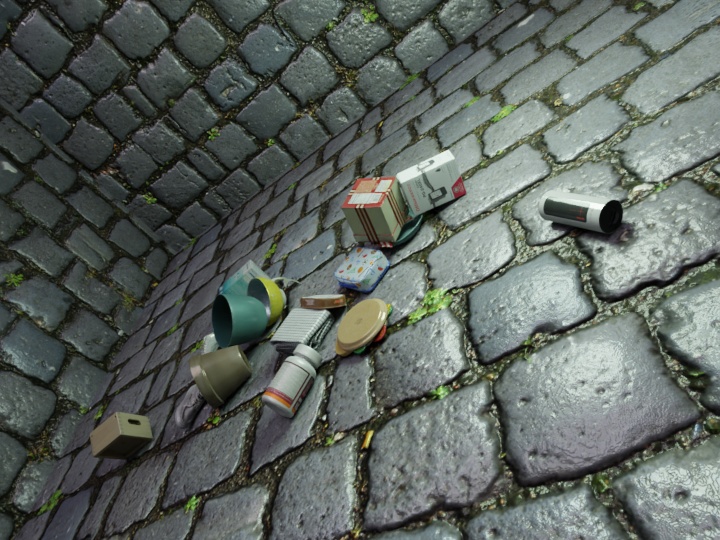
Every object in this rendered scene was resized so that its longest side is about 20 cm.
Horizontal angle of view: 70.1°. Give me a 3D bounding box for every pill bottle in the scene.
[{"bbox_3d":[-0.203,0.332,1.556,0.109,0.110,0.201,-5,46,50],"label":"pill bottle"}]

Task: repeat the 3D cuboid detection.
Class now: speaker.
[{"bbox_3d":[0.540,-0.148,1.268,0.081,0.081,0.200,-46,28,-6],"label":"speaker"}]

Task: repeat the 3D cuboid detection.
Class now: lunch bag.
[{"bbox_3d":[0.000,0.000,1.790,0.199,0.076,0.161,9,60,56],"label":"lunch bag"}]

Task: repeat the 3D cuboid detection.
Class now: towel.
[{"bbox_3d":[-0.193,0.208,1.745,0.199,0.086,0.166,-6,38,43],"label":"towel"}]

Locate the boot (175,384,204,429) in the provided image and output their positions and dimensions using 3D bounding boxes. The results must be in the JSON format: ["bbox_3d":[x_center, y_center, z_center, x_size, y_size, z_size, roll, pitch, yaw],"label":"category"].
[{"bbox_3d":[-0.626,0.493,1.933,0.095,0.073,0.201,-38,26,24],"label":"boot"}]

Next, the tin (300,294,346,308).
[{"bbox_3d":[-0.133,0.107,1.784,0.111,0.042,0.199,-13,6,-39],"label":"tin"}]

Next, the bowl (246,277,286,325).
[{"bbox_3d":[-0.361,0.120,2.041,0.107,0.202,0.199,-10,4,-39],"label":"bowl"}]

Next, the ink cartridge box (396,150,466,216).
[{"bbox_3d":[0.241,-0.296,1.756,0.199,0.146,0.084,-24,33,7],"label":"ink cartridge box"}]

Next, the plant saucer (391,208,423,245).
[{"bbox_3d":[0.150,-0.155,1.844,0.199,0.036,0.201,-32,30,21],"label":"plant saucer"}]

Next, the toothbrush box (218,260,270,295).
[{"bbox_3d":[-0.508,0.078,2.278,0.200,0.147,0.085,-41,28,3],"label":"toothbrush box"}]

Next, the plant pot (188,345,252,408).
[{"bbox_3d":[-0.491,0.363,1.844,0.172,0.201,0.200,-28,26,-8],"label":"plant pot"}]

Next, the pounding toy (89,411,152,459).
[{"bbox_3d":[-0.947,0.652,2.044,0.184,0.200,0.143,-38,56,9],"label":"pounding toy"}]

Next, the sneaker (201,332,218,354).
[{"bbox_3d":[-0.647,0.324,2.196,0.070,0.080,0.201,-2,50,49],"label":"sneaker"}]

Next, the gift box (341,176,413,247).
[{"bbox_3d":[0.067,-0.196,1.785,0.198,0.187,0.185,8,52,32],"label":"gift box"}]

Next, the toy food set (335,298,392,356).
[{"bbox_3d":[0.008,0.170,1.568,0.197,0.049,0.201,-15,38,42],"label":"toy food set"}]

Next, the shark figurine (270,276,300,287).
[{"bbox_3d":[-0.357,0.073,2.167,0.214,0.089,0.129,-41,60,22],"label":"shark figurine"}]

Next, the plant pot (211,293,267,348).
[{"bbox_3d":[-0.451,0.184,1.945,0.200,0.160,0.203,5,97,53],"label":"plant pot"}]
